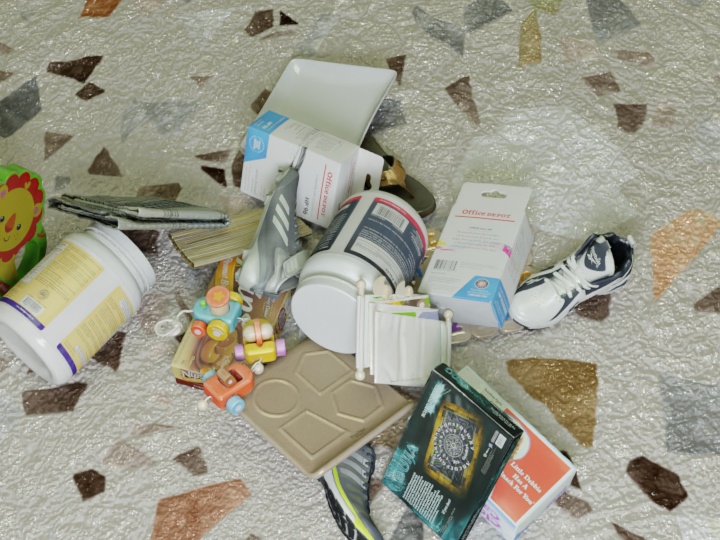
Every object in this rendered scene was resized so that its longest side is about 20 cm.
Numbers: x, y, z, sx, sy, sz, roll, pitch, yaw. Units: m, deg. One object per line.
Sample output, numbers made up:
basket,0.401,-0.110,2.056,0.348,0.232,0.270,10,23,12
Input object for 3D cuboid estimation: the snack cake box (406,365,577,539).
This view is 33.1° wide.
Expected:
snack cake box,0.166,0.236,1.570,0.115,0.067,0.200,-37,66,-21

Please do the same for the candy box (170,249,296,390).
candy box,-0.172,0.077,1.701,0.114,0.056,0.202,15,59,13

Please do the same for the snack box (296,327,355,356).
snack box,0.009,0.120,1.683,0.197,0.024,0.073,4,56,6

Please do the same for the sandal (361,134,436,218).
sandal,0.037,-0.150,1.836,0.081,0.055,0.201,-28,59,-16

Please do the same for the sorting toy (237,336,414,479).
sorting toy,-0.057,0.176,1.588,0.184,0.037,0.199,-31,50,-34

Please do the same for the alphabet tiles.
alphabet tiles,0.157,0.015,1.749,0.197,0.015,0.197,-12,58,-5

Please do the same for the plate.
plate,-0.061,-0.244,1.897,0.197,0.032,0.201,11,58,26

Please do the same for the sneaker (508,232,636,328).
sneaker,0.299,0.003,1.671,0.197,0.130,0.080,-16,65,-14

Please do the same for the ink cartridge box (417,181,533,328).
ink cartridge box,0.171,-0.024,1.708,0.114,0.068,0.202,7,57,28

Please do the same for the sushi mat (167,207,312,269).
sushi mat,-0.175,-0.054,1.764,0.198,0.012,0.096,-17,43,-29

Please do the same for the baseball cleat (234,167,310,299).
baseball cleat,-0.104,-0.048,1.716,0.105,0.070,0.202,20,66,2

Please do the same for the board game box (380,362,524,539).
board game box,0.110,0.232,1.510,0.135,0.202,0.028,40,37,25

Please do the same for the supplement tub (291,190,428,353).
supplement tub,0.000,0.000,1.660,0.139,0.141,0.201,18,48,14

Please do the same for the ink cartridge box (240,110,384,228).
ink cartridge box,-0.073,-0.142,1.793,0.198,0.117,0.068,23,37,17

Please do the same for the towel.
towel,-0.317,-0.089,1.724,0.191,0.035,0.199,16,14,42

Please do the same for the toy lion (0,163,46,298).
toy lion,-0.493,-0.045,1.689,0.068,0.200,0.194,20,77,17

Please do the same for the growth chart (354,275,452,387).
growth chart,0.060,0.089,1.594,0.018,0.199,0.147,-3,76,44

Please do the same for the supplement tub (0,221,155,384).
supplement tub,-0.396,0.041,1.682,0.145,0.146,0.200,33,64,22

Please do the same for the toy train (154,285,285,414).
toy train,-0.185,0.092,1.602,0.149,0.056,0.200,-27,50,-25

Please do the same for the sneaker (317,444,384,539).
sneaker,-0.009,0.268,1.563,0.080,0.074,0.201,-20,60,-14
